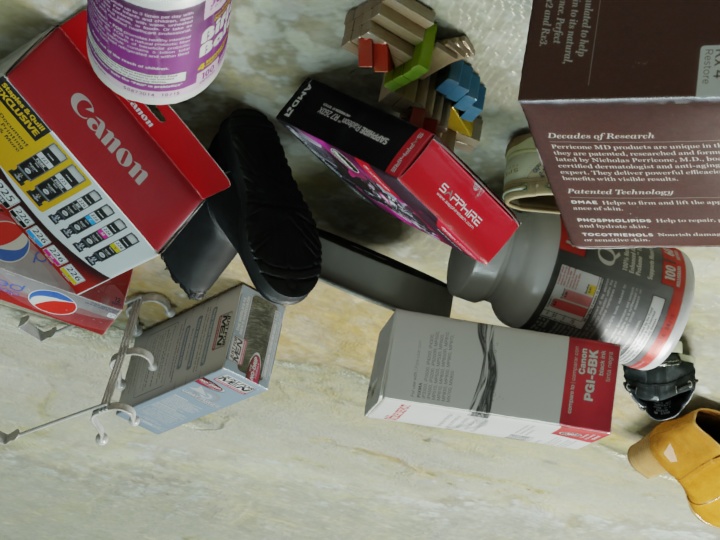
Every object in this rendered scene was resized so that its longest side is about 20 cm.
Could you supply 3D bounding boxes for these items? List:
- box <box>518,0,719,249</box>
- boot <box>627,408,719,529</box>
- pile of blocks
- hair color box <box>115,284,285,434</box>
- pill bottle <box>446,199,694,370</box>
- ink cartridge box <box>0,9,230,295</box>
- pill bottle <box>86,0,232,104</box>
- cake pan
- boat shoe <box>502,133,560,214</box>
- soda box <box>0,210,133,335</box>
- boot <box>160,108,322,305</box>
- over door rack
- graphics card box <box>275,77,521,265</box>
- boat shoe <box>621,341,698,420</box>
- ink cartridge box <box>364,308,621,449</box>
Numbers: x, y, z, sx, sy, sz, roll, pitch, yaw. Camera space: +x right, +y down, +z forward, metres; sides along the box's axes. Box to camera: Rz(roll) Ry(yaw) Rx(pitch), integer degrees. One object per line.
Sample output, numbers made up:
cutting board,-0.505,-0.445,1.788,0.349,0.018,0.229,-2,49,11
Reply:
box,0.223,-0.134,1.466,0.164,0.166,0.200,0,149,20
boot,0.396,0.214,2.131,0.201,0.071,0.144,27,151,-18
pile of blocks,0.055,-0.143,1.616,0.082,0.062,0.200,-6,147,29
hair color box,-0.167,0.095,2.082,0.061,0.099,0.200,29,147,-29
pill bottle,0.186,0.008,1.787,0.200,0.116,0.116,18,151,-14
ink cartridge box,-0.237,-0.099,1.703,0.176,0.084,0.200,-24,112,46
pill bottle,-0.149,-0.220,1.497,0.112,0.112,0.200,12,152,-2
cake pan,0.000,0.000,1.826,0.200,0.037,0.200,23,-177,-1
boat shoe,0.218,-0.062,1.706,0.200,0.063,0.073,11,151,-1
soda box,-0.331,-0.006,1.996,0.200,0.063,0.070,21,149,-17
boot,-0.115,-0.027,1.756,0.073,0.198,0.162,0,150,-36
over door rack,-0.289,0.109,2.104,0.200,0.148,0.067,-11,139,34
graphics card box,0.028,-0.083,1.635,0.125,0.051,0.200,42,174,-37
boat shoe,0.290,0.111,1.937,0.074,0.066,0.199,-2,170,6
ink cartridge box,0.112,0.096,1.754,0.200,0.083,0.147,9,169,-4
